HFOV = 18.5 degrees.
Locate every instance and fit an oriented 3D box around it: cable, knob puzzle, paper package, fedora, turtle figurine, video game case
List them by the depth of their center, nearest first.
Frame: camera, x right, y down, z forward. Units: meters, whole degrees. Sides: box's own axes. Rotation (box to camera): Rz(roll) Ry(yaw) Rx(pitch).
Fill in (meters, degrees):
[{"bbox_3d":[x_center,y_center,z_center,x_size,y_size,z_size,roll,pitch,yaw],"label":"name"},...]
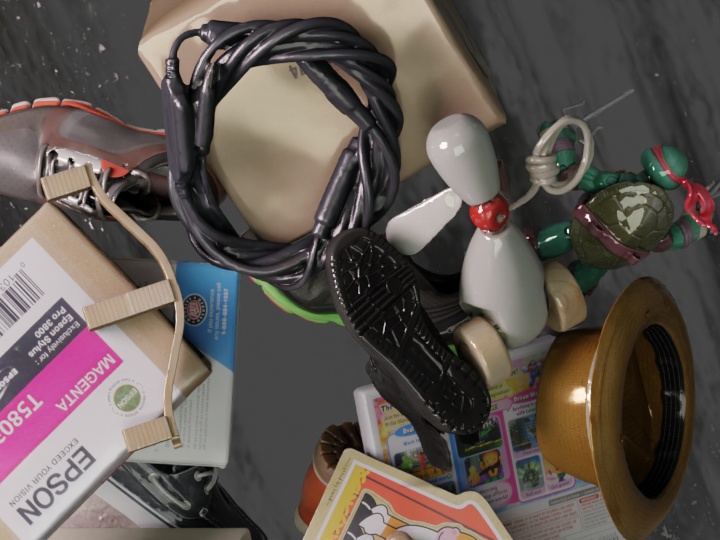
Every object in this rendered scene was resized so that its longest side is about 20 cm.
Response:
[{"bbox_3d":[-0.050,-0.079,1.491,0.162,0.051,0.201,-8,118,-7],"label":"cable"},{"bbox_3d":[-0.026,-0.145,1.539,0.199,0.104,0.191,-28,110,10],"label":"paper package"},{"bbox_3d":[0.041,0.247,1.564,0.218,0.030,0.222,0,83,3],"label":"knob puzzle"},{"bbox_3d":[0.177,-0.044,1.591,0.150,0.101,0.200,41,114,-12],"label":"turtle figurine"},{"bbox_3d":[0.178,0.098,1.594,0.081,0.201,0.202,4,116,28],"label":"fedora"},{"bbox_3d":[0.102,0.152,1.644,0.199,0.024,0.184,-14,98,-22],"label":"video game case"}]

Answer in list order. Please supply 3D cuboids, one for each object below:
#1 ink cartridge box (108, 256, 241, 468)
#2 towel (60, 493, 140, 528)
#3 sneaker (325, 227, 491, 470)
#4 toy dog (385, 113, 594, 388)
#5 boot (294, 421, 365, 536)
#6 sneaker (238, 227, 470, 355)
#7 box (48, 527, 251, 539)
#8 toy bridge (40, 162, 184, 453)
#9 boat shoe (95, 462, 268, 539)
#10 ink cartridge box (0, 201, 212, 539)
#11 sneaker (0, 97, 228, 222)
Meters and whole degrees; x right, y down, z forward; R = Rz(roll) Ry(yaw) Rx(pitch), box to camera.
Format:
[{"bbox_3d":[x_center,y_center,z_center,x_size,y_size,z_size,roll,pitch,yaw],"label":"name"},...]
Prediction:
[{"bbox_3d":[-0.190,0.063,1.611,0.198,0.084,0.146,4,90,-2],"label":"ink cartridge box"},{"bbox_3d":[-0.211,0.224,1.729,0.199,0.035,0.133,33,108,-13],"label":"towel"},{"bbox_3d":[0.027,0.056,1.542,0.060,0.104,0.200,-39,103,-14],"label":"sneaker"},{"bbox_3d":[0.084,-0.023,1.530,0.131,0.096,0.202,-12,114,-28],"label":"toy dog"},{"bbox_3d":[0.047,0.182,1.705,0.198,0.075,0.108,14,132,-13],"label":"boot"},{"bbox_3d":[0.000,0.000,1.622,0.199,0.077,0.084,17,107,-19],"label":"sneaker"},{"bbox_3d":[-0.177,0.250,1.654,0.198,0.078,0.096,-3,117,19],"label":"box"},{"bbox_3d":[-0.153,0.023,1.485,0.067,0.027,0.201,-18,86,-8],"label":"toy bridge"},{"bbox_3d":[-0.139,0.162,1.688,0.199,0.072,0.068,36,110,-7],"label":"boat shoe"},{"bbox_3d":[-0.227,0.079,1.529,0.165,0.075,0.200,45,86,0],"label":"ink cartridge box"},{"bbox_3d":[-0.189,-0.072,1.578,0.198,0.082,0.078,4,113,-2],"label":"sneaker"}]
